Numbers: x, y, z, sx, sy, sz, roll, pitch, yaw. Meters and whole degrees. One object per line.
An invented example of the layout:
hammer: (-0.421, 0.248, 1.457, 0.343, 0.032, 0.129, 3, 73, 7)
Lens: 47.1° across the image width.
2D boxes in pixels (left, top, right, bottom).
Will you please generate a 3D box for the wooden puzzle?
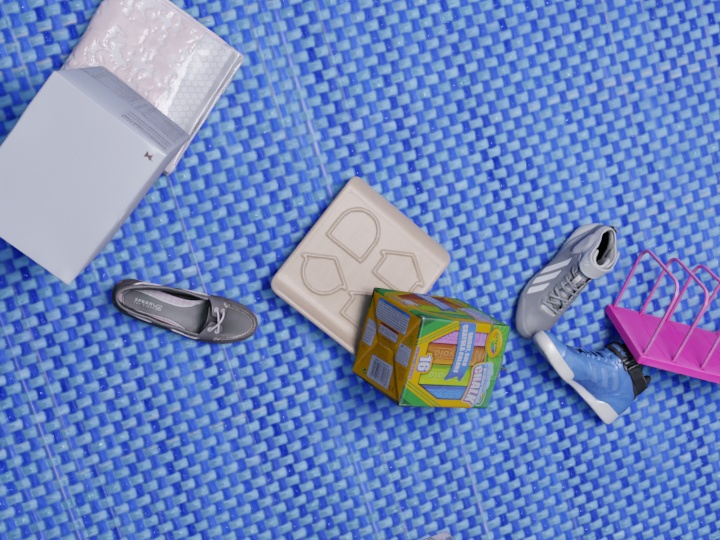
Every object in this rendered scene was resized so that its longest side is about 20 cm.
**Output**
wooden puzzle: (0.000, 0.000, 1.156, 0.185, 0.046, 0.200, 39, 81, -12)

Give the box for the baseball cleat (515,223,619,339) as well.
baseball cleat: (0.295, 0.014, 1.181, 0.070, 0.106, 0.200, 33, 87, -11)

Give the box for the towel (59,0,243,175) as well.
towel: (-0.282, -0.255, 1.085, 0.191, 0.032, 0.200, 32, 87, -12)

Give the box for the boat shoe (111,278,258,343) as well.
boat shoe: (-0.233, 0.058, 1.103, 0.199, 0.057, 0.067, 16, 91, -12)

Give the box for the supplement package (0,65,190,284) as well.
supplement package: (-0.327, -0.121, 0.979, 0.147, 0.200, 0.191, 38, 99, -12)

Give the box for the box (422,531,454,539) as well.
box: (0.111, 0.502, 1.176, 0.132, 0.115, 0.201, -17, 98, -9)

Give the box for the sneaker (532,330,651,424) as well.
sneaker: (0.343, 0.128, 1.200, 0.111, 0.077, 0.200, -43, 112, 7)

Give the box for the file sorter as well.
file sorter: (0.488, 0.066, 1.188, 0.199, 0.139, 0.126, 14, 116, -12)

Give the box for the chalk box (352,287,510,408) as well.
chalk box: (0.113, 0.107, 1.121, 0.199, 0.125, 0.124, 7, 102, -35)
